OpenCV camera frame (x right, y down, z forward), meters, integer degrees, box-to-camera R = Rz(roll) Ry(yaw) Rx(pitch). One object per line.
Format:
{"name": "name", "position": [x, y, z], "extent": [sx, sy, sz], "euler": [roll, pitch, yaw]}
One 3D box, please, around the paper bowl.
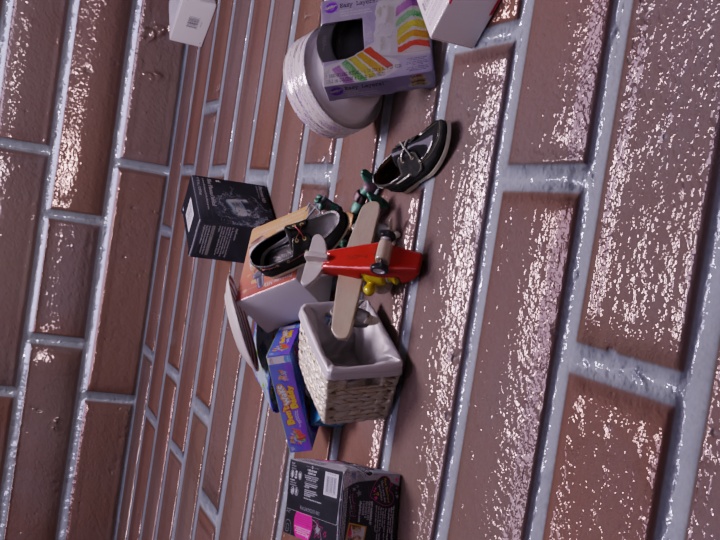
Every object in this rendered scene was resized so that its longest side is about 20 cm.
{"name": "paper bowl", "position": [-0.037, -0.352, 1.720], "extent": [0.104, 0.200, 0.202], "euler": [-18, 65, 44]}

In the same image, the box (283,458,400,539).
{"name": "box", "position": [-0.032, 0.389, 1.564], "extent": [0.200, 0.114, 0.133], "euler": [-8, 75, 59]}

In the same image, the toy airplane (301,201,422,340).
{"name": "toy airplane", "position": [0.000, 0.000, 1.596], "extent": [0.200, 0.141, 0.199], "euler": [-43, 47, 6]}

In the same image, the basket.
{"name": "basket", "position": [-0.025, 0.156, 1.602], "extent": [0.200, 0.135, 0.124], "euler": [-119, 31, -53]}

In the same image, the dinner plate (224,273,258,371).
{"name": "dinner plate", "position": [-0.238, 0.105, 1.843], "extent": [0.200, 0.024, 0.202], "euler": [165, 90, -88]}

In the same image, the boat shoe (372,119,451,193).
{"name": "boat shoe", "position": [0.087, -0.187, 1.549], "extent": [0.200, 0.067, 0.072], "euler": [140, 135, -55]}

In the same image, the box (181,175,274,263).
{"name": "box", "position": [-0.327, -0.125, 2.313], "extent": [0.197, 0.199, 0.118], "euler": [-111, 36, -48]}

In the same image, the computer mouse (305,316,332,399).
{"name": "computer mouse", "position": [-0.055, 0.144, 1.724], "extent": [0.201, 0.058, 0.034], "euler": [-65, 12, -16]}

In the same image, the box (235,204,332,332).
{"name": "box", "position": [-0.141, -0.004, 1.833], "extent": [0.152, 0.106, 0.201], "euler": [-21, 41, 26]}

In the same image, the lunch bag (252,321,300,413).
{"name": "lunch bag", "position": [-0.158, 0.167, 1.926], "extent": [0.201, 0.127, 0.170], "euler": [-64, 28, 16]}

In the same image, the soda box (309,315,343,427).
{"name": "soda box", "position": [-0.058, 0.189, 1.765], "extent": [0.068, 0.064, 0.201], "euler": [135, 137, -55]}

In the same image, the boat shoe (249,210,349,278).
{"name": "boat shoe", "position": [-0.110, -0.051, 1.696], "extent": [0.201, 0.063, 0.074], "euler": [-29, 59, 20]}

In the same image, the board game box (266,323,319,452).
{"name": "board game box", "position": [-0.122, 0.220, 1.763], "extent": [0.135, 0.044, 0.201], "euler": [-72, -28, -69]}

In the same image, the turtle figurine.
{"name": "turtle figurine", "position": [-0.031, -0.086, 1.745], "extent": [0.200, 0.100, 0.150], "euler": [-47, 58, 29]}

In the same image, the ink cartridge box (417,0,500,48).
{"name": "ink cartridge box", "position": [0.150, -0.473, 1.465], "extent": [0.145, 0.084, 0.201], "euler": [121, 147, -42]}

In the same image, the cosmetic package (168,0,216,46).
{"name": "cosmetic package", "position": [-0.594, -0.939, 3.289], "extent": [0.200, 0.122, 0.201], "euler": [125, 146, -46]}

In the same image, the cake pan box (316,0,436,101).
{"name": "cake pan box", "position": [0.025, -0.391, 1.607], "extent": [0.052, 0.199, 0.185], "euler": [65, -158, -63]}
